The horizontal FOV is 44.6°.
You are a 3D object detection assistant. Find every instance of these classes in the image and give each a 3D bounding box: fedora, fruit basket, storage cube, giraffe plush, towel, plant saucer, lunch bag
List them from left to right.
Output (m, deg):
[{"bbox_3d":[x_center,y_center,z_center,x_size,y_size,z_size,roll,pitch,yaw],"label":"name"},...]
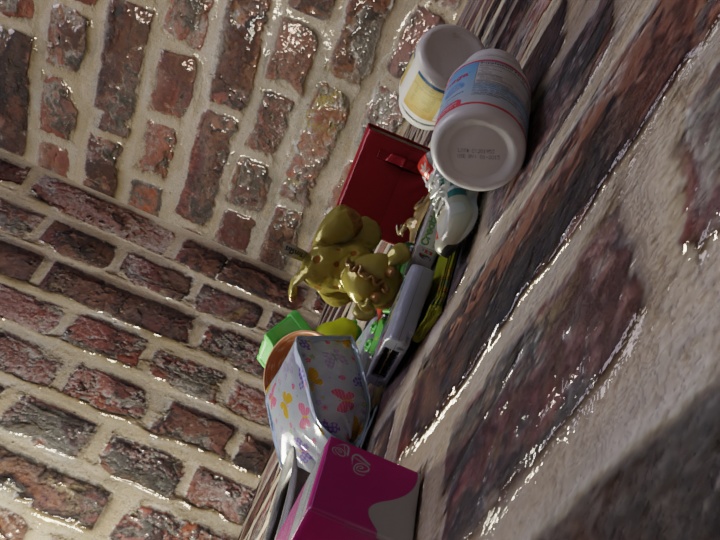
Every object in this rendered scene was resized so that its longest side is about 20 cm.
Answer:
[{"bbox_3d":[-0.075,0.343,1.173,0.177,0.090,0.201,116,169,-53],"label":"fedora"},{"bbox_3d":[-0.107,0.222,1.789,0.037,0.200,0.201,12,-77,-60],"label":"plant saucer"},{"bbox_3d":[-0.095,0.183,1.924,0.216,0.215,0.156,-71,3,-45],"label":"fruit basket"},{"bbox_3d":[-0.057,0.225,1.336,0.170,0.127,0.201,120,145,-43],"label":"lunch bag"},{"bbox_3d":[0.000,0.000,1.344,0.200,0.162,0.173,-4,-69,-52],"label":"giraffe plush"},{"bbox_3d":[0.060,-0.156,1.640,0.200,0.170,0.180,-89,21,-78],"label":"storage cube"},{"bbox_3d":[0.109,0.000,1.195,0.086,0.018,0.200,119,173,-51],"label":"towel"}]

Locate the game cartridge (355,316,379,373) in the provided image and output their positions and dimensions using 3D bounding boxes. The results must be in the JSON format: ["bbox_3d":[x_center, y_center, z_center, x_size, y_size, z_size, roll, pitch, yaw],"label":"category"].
[{"bbox_3d":[-0.005,0.178,1.587,0.200,0.040,0.134,120,169,-60],"label":"game cartridge"}]

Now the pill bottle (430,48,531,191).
[{"bbox_3d":[0.150,-0.190,1.062,0.200,0.108,0.109,-72,6,-52],"label":"pill bottle"}]

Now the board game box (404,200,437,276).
[{"bbox_3d":[0.122,-0.093,1.343,0.126,0.034,0.201,107,-176,-67],"label":"board game box"}]

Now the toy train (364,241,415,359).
[{"bbox_3d":[0.055,0.047,1.400,0.056,0.042,0.201,-6,65,69],"label":"toy train"}]

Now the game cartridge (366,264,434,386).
[{"bbox_3d":[0.056,0.075,1.240,0.200,0.041,0.133,110,-175,-64],"label":"game cartridge"}]

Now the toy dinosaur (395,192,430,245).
[{"bbox_3d":[0.097,-0.075,1.495,0.101,0.058,0.201,125,167,-66],"label":"toy dinosaur"}]

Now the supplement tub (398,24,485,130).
[{"bbox_3d":[0.159,-0.382,1.766,0.200,0.144,0.145,124,168,-68],"label":"supplement tub"}]

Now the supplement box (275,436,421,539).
[{"bbox_3d":[-0.028,0.277,0.853,0.103,0.101,0.200,-72,7,-58],"label":"supplement box"}]

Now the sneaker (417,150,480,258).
[{"bbox_3d":[0.110,-0.104,1.162,0.070,0.093,0.200,-48,16,48],"label":"sneaker"}]

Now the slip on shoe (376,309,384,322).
[{"bbox_3d":[0.044,0.040,1.523,0.200,0.061,0.074,-77,12,-60],"label":"slip on shoe"}]
